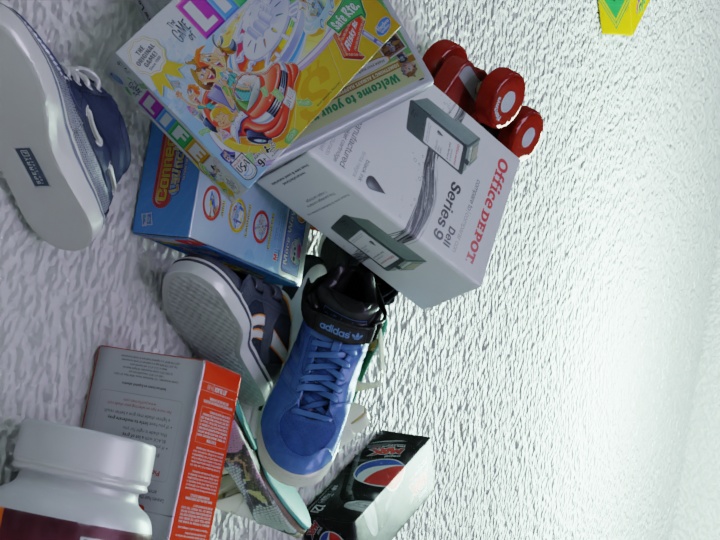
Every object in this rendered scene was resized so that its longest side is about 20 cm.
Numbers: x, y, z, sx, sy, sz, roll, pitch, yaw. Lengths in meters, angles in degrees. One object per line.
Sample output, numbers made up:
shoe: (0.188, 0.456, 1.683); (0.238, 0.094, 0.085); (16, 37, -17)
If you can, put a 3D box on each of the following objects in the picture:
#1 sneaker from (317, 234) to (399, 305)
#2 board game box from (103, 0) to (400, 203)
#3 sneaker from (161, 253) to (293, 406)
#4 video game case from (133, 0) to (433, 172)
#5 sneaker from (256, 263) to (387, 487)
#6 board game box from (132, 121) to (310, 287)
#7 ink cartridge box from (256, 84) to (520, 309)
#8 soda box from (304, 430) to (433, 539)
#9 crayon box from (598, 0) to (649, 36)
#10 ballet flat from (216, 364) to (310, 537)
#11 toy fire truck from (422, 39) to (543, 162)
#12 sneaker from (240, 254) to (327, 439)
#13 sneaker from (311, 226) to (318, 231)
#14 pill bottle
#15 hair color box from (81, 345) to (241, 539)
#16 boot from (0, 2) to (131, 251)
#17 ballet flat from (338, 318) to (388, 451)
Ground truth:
sneaker: (0.000, 0.000, 1.291); (0.201, 0.070, 0.100); (118, -20, -53)
board game box: (-0.076, -0.166, 1.027); (0.134, 0.034, 0.200); (44, 61, -8)
sneaker: (-0.108, 0.031, 1.148); (0.201, 0.077, 0.080); (76, 34, -56)
video game case: (-0.060, -0.187, 1.074); (0.199, 0.022, 0.184); (-29, 89, -31)
sneaker: (-0.031, 0.076, 1.148); (0.201, 0.076, 0.112); (-67, 176, -48)
board game box: (-0.100, -0.104, 1.160); (0.195, 0.055, 0.203); (26, 71, -63)
ink cartridge box: (0.029, -0.086, 1.171); (0.199, 0.084, 0.147); (36, 56, -24)
soda box: (0.012, 0.243, 1.456); (0.200, 0.062, 0.072); (-38, 128, -58)
crayon box: (0.429, -0.501, 2.199); (0.201, 0.057, 0.174); (-58, 144, -44)
ballet flat: (-0.110, 0.164, 1.181); (0.069, 0.070, 0.201); (-116, 180, -54)
toy fire truck: (0.110, -0.149, 1.563); (0.169, 0.112, 0.200); (-54, 147, -8)
sneaker: (-0.053, 0.083, 1.272); (0.074, 0.079, 0.203); (41, 57, -57)
sneaker: (-0.013, -0.082, 1.358); (0.199, 0.072, 0.078); (-1, 68, -63)
pill bottle: (-0.205, 0.210, 0.932); (0.114, 0.113, 0.203); (33, 65, -62)
hair color box: (-0.163, 0.165, 1.029); (0.061, 0.100, 0.203); (32, 67, -62)
boot: (-0.211, -0.114, 0.923); (0.202, 0.072, 0.091); (80, 22, -46)
ballet flat: (-0.016, 0.119, 1.364); (0.067, 0.069, 0.203); (54, 48, -55)
